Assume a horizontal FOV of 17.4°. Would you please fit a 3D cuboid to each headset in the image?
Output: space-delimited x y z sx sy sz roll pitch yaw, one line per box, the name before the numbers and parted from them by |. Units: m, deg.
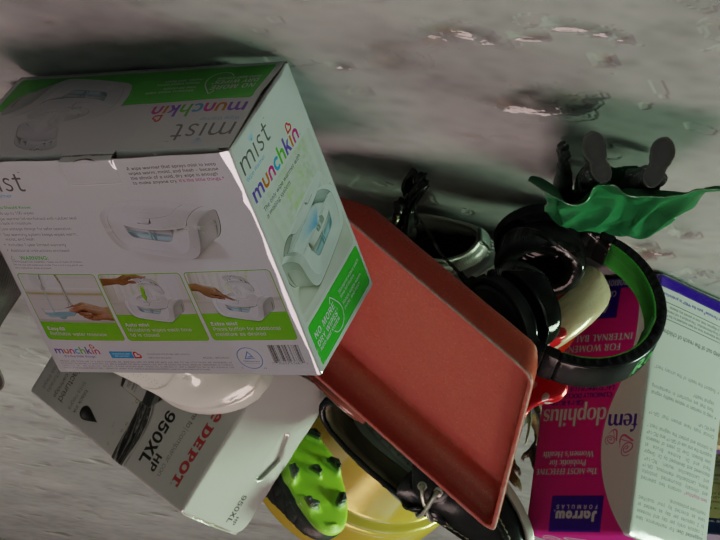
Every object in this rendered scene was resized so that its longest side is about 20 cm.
headset | 0.114 -0.002 1.590 0.199 0.124 0.094 23 140 7

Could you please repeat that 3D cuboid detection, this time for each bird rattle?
bird rattle | 0.110 0.042 1.719 0.113 0.163 0.200 55 159 -4

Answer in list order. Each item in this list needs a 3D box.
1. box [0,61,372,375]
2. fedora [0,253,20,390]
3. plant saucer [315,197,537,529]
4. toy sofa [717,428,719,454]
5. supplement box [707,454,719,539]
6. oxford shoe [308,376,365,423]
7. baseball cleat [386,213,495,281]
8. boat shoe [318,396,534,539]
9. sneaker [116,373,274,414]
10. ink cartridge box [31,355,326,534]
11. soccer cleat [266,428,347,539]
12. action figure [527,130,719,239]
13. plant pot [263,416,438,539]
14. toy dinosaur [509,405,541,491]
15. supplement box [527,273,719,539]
box | -0.121 -0.029 1.455 0.199 0.097 0.177 -1 128 29
fedora | -0.318 -0.008 1.754 0.200 0.090 0.177 37 162 3
plant saucer | 0.042 0.057 1.608 0.200 0.037 0.200 41 150 22
toy sofa | 0.292 0.117 1.996 0.199 0.083 0.098 -1 163 31
supplement box | 0.319 0.217 2.061 0.199 0.200 0.135 4 125 17
oxford shoe | -0.021 0.040 1.806 0.070 0.075 0.200 40 -174 -41
baseball cleat | 0.000 0.000 1.701 0.199 0.070 0.106 -18 152 10
boat shoe | 0.048 0.157 1.789 0.060 0.076 0.200 -24 -129 -37
sneaker | -0.162 0.054 1.774 0.199 0.075 0.088 13 168 26
ink cartridge box | -0.143 0.093 1.859 0.200 0.145 0.084 33 -177 36
soccer cleat | -0.074 0.148 1.895 0.067 0.200 0.081 0 134 -42
action figure | 0.156 -0.049 1.472 0.118 0.055 0.200 7 173 0
plant pot | 0.028 0.118 1.957 0.200 0.201 0.189 14 150 -22
toy dinosaur | 0.148 0.095 1.949 0.105 0.182 0.200 -4 -149 -28
supplement box | 0.205 0.113 1.784 0.101 0.201 0.103 -6 161 43
